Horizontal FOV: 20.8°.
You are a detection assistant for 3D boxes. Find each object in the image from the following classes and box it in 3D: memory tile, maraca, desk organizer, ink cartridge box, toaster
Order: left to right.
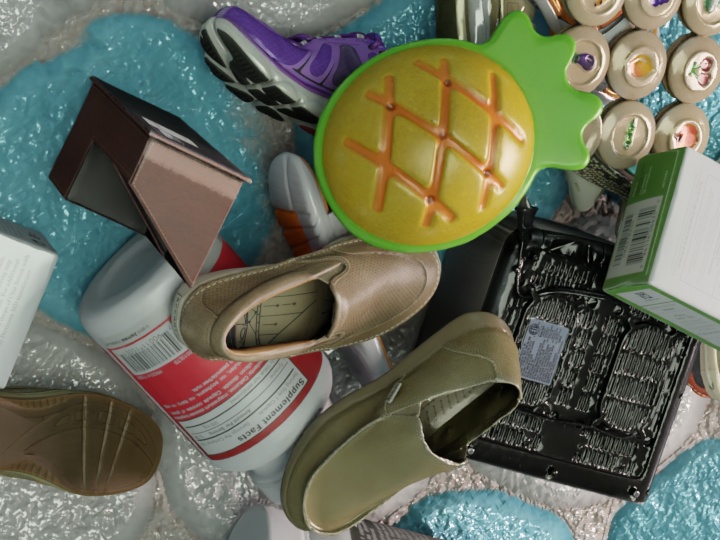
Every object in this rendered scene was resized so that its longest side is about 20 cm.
[{"bbox_3d":[-0.141,-0.060,1.268,0.071,0.200,0.077,25,96,-23],"label":"desk organizer"},{"bbox_3d":[0.064,-0.092,1.305,0.199,0.107,0.138,-25,95,-9],"label":"maraca"},{"bbox_3d":[0.144,0.052,1.434,0.180,0.119,0.201,15,97,-22],"label":"toaster"},{"bbox_3d":[0.198,-0.167,1.364,0.152,0.017,0.201,2,107,-29],"label":"memory tile"},{"bbox_3d":[0.275,0.003,1.385,0.199,0.059,0.104,25,73,-23],"label":"ink cartridge box"}]

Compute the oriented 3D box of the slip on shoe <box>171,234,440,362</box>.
[{"bbox_3d":[-0.025,0.020,1.292,0.199,0.060,0.077,-7,108,-31],"label":"slip on shoe"}]

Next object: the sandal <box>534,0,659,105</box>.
[{"bbox_3d":[0.166,-0.191,1.382,0.207,0.059,0.080,45,56,-40],"label":"sandal"}]

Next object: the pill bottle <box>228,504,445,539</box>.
[{"bbox_3d":[0.002,0.240,1.433,0.199,0.114,0.115,18,97,-21],"label":"pill bottle"}]

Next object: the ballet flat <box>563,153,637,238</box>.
[{"bbox_3d":[0.203,-0.057,1.449,0.199,0.068,0.075,32,114,-6],"label":"ballet flat"}]

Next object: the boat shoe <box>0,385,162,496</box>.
[{"bbox_3d":[-0.228,0.110,1.353,0.199,0.064,0.072,14,89,-39],"label":"boat shoe"}]

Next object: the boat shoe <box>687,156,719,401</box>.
[{"bbox_3d":[0.289,0.001,1.503,0.071,0.063,0.201,10,98,-19],"label":"boat shoe"}]

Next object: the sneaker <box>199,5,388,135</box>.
[{"bbox_3d":[-0.024,-0.138,1.368,0.199,0.080,0.084,25,81,-31],"label":"sneaker"}]

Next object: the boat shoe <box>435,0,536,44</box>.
[{"bbox_3d":[0.090,-0.179,1.386,0.068,0.075,0.201,-11,106,-12],"label":"boat shoe"}]

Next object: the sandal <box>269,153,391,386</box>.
[{"bbox_3d":[-0.003,-0.002,1.392,0.059,0.079,0.208,-30,117,-16],"label":"sandal"}]

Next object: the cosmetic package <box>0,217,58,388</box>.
[{"bbox_3d":[-0.312,-0.007,1.290,0.199,0.071,0.102,22,95,-22],"label":"cosmetic package"}]

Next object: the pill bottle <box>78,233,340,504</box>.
[{"bbox_3d":[-0.092,0.065,1.361,0.112,0.112,0.200,-42,112,-5],"label":"pill bottle"}]

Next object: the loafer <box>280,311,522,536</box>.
[{"bbox_3d":[0.029,0.110,1.319,0.200,0.068,0.076,-44,127,7],"label":"loafer"}]
